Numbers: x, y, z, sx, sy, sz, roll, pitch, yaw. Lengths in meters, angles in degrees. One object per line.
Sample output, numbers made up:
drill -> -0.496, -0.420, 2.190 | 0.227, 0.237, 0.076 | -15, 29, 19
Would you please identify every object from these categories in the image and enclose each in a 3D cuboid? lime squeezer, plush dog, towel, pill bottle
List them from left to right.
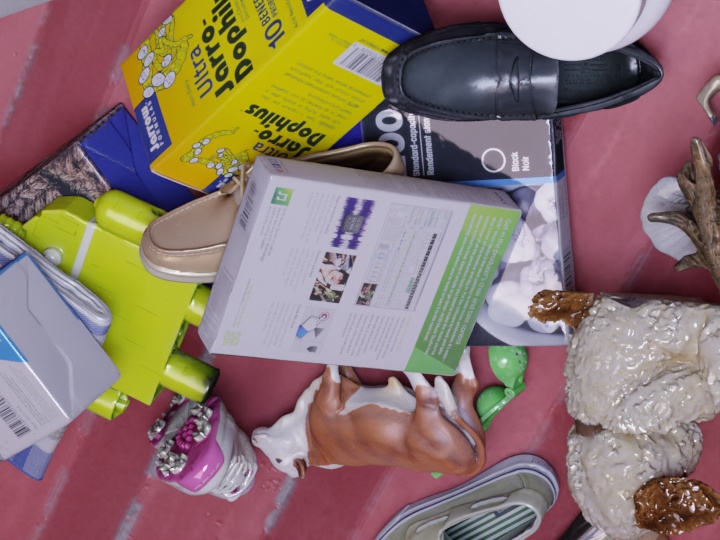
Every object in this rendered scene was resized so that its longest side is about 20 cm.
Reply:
towel -> -0.268, 0.056, 1.448 | 0.147, 0.024, 0.200 | 36, 131, 9
lime squeezer -> 0.093, 0.086, 1.490 | 0.071, 0.038, 0.200 | 10, 116, 13
pill bottle -> 0.152, -0.208, 1.249 | 0.120, 0.200, 0.120 | 7, 115, 15
plush dog -> 0.191, 0.103, 1.344 | 0.160, 0.200, 0.172 | 4, 92, -12

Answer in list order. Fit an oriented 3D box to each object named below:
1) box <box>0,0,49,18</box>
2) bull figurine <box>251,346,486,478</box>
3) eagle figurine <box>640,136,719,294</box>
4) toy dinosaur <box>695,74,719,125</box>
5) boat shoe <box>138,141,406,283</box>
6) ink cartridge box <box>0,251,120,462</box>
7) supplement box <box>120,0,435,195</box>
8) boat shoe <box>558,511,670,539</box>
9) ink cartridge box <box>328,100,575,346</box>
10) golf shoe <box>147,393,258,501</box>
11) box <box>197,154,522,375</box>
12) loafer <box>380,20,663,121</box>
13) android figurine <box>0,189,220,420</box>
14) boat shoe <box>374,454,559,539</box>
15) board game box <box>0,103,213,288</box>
box -> -0.245, -0.304, 1.320 | 0.171, 0.199, 0.200 | 37, 119, 9
bull figurine -> 0.006, 0.110, 1.504 | 0.200, 0.065, 0.122 | 2, 111, 25
eagle figurine -> 0.303, -0.049, 1.287 | 0.151, 0.200, 0.152 | 52, 153, 20
toy dinosaur -> 0.283, -0.136, 1.334 | 0.101, 0.058, 0.200 | -32, 109, 11
boat shoe -> -0.061, -0.049, 1.358 | 0.200, 0.074, 0.069 | -16, 140, -13
ink cartridge box -> -0.284, 0.081, 1.412 | 0.200, 0.068, 0.116 | -29, 101, 40
supplement box -> -0.059, -0.153, 1.367 | 0.109, 0.109, 0.200 | 21, 129, -44
boat shoe -> 0.166, 0.256, 1.524 | 0.072, 0.076, 0.200 | 39, 120, -5
ink cartridge box -> 0.055, -0.042, 1.428 | 0.200, 0.043, 0.198 | -2, 104, 19
golf shoe -> -0.111, 0.144, 1.504 | 0.092, 0.200, 0.075 | 41, 91, -12
box -> 0.000, 0.000, 1.349 | 0.200, 0.036, 0.144 | 8, 118, -26
loafer -> 0.112, -0.136, 1.313 | 0.200, 0.070, 0.068 | -5, 100, -22
android figurine -> -0.190, 0.022, 1.438 | 0.200, 0.041, 0.182 | 27, 118, 2
boat shoe -> 0.072, 0.214, 1.539 | 0.200, 0.062, 0.072 | -39, 97, 29
board game box -> -0.226, -0.004, 1.514 | 0.200, 0.097, 0.159 | -33, 100, 26
